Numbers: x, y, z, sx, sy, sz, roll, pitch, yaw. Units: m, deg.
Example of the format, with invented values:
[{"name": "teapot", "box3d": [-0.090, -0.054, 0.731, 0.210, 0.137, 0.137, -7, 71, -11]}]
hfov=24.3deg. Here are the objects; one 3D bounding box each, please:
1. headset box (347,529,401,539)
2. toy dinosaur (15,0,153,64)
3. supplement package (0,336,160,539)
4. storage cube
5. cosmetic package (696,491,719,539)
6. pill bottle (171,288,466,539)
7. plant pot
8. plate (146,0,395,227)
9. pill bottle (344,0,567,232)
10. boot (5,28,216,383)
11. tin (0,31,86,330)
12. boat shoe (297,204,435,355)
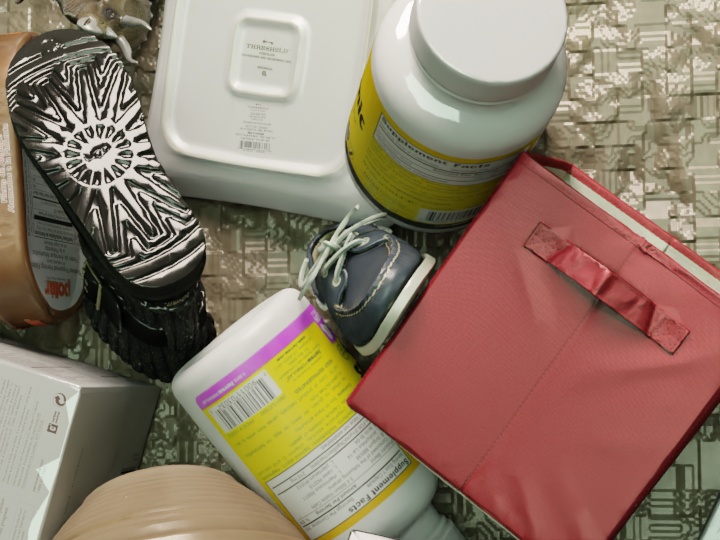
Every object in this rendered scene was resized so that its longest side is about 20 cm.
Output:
[{"name": "headset box", "box3d": [0.060, 0.249, 1.003, 0.148, 0.200, 0.075, 11, 54, 12]}, {"name": "toy dinosaur", "box3d": [-0.175, -0.215, 1.149, 0.102, 0.077, 0.200, 18, 53, -5]}, {"name": "supplement package", "box3d": [-0.264, 0.118, 1.094, 0.200, 0.151, 0.152, 16, 90, 13]}, {"name": "storage cube", "box3d": [0.128, 0.052, 0.997, 0.171, 0.200, 0.180, 37, 100, 12]}, {"name": "cosmetic package", "box3d": [0.223, 0.243, 1.019, 0.102, 0.074, 0.200, 24, 89, 14]}, {"name": "pill bottle", "box3d": [-0.021, 0.117, 1.056, 0.104, 0.104, 0.200, -37, 95, 7]}, {"name": "plant pot", "box3d": [-0.115, 0.181, 1.014, 0.201, 0.201, 0.093, -18, 57, 10]}, {"name": "plate", "box3d": [-0.057, -0.139, 1.105, 0.199, 0.032, 0.200, 10, 95, 23]}, {"name": "pill bottle", "box3d": [0.056, -0.104, 0.962, 0.111, 0.200, 0.112, 3, 72, -8]}, {"name": "boot", "box3d": [-0.162, -0.037, 1.089, 0.079, 0.158, 0.211, -23, 69, -12]}, {"name": "tin", "box3d": [-0.222, -0.061, 1.119, 0.042, 0.112, 0.200, -7, 85, 18]}, {"name": "boat shoe", "box3d": [0.000, 0.000, 1.021, 0.062, 0.200, 0.075, 39, 94, -7]}]
